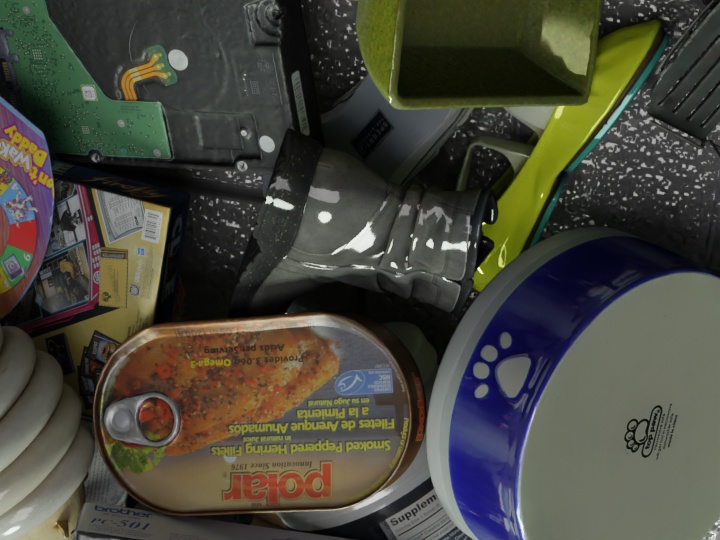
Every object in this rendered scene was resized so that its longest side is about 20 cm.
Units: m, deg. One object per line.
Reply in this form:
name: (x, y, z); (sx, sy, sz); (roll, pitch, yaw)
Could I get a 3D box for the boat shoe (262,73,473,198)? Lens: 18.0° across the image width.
boat shoe: (0.016, -0.078, 1.317); (0.200, 0.065, 0.074); (-34, 87, 49)

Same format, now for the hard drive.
hard drive: (-0.122, -0.129, 1.315); (0.200, 0.038, 0.140); (3, 117, 28)

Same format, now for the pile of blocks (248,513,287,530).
pile of blocks: (-0.002, 0.221, 1.476); (0.200, 0.062, 0.082); (45, 117, -11)

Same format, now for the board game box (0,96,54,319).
board game box: (-0.274, -0.053, 1.336); (0.200, 0.039, 0.158); (40, 114, 11)

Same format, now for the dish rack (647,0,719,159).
dish rack: (0.263, -0.091, 1.232); (0.200, 0.055, 0.153); (23, 122, -26)

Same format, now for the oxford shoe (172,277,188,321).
oxford shoe: (-0.133, 0.042, 1.412); (0.075, 0.070, 0.200); (-32, 105, 22)

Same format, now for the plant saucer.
plant saucer: (0.062, -0.186, 1.172); (0.048, 0.200, 0.200); (12, 101, 33)

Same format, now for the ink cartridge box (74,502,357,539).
ink cartridge box: (-0.068, 0.196, 1.308); (0.199, 0.044, 0.094); (8, 107, -2)

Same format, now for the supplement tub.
supplement tub: (0.031, 0.147, 1.387); (0.140, 0.140, 0.200); (-23, 109, 22)

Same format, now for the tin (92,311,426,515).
tin: (-0.057, 0.082, 1.295); (0.200, 0.042, 0.112); (-4, 88, 23)

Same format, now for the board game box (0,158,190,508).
board game box: (-0.184, 0.035, 1.372); (0.135, 0.035, 0.200); (15, 109, 12)

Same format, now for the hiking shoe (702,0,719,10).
hiking shoe: (0.204, -0.223, 1.200); (0.100, 0.076, 0.200); (-14, 114, 19)

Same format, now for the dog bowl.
dog bowl: (0.137, 0.081, 1.296); (0.079, 0.200, 0.201); (26, 129, 47)

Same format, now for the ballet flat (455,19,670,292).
ballet flat: (0.101, -0.071, 1.306); (0.067, 0.067, 0.200); (30, 121, -1)

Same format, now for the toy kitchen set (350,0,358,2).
toy kitchen set: (-0.066, -0.243, 1.168); (0.199, 0.163, 0.181); (9, 94, 8)

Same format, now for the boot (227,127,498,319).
boot: (0.000, 0.000, 1.294); (0.131, 0.070, 0.200); (18, 157, -3)

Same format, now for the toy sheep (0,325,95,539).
toy sheep: (-0.230, 0.089, 1.313); (0.138, 0.138, 0.200); (-27, 118, 23)
